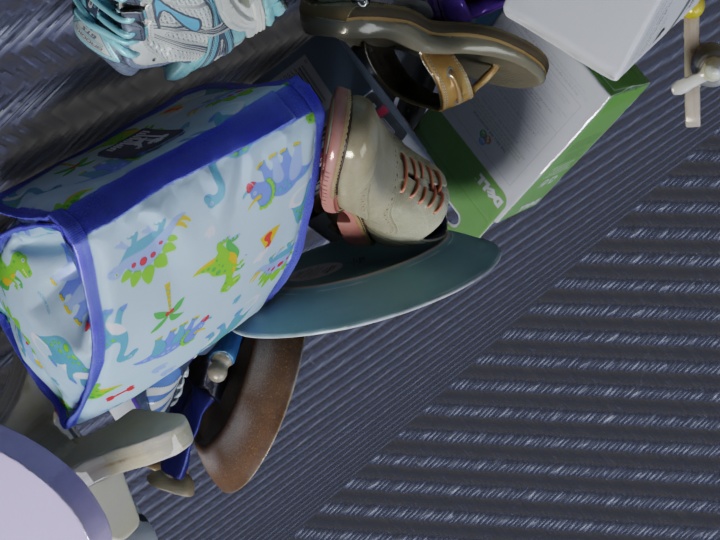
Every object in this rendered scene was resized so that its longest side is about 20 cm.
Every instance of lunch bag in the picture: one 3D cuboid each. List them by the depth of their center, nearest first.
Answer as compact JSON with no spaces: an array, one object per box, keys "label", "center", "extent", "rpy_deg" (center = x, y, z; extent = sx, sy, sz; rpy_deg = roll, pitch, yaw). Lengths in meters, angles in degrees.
[{"label":"lunch bag","center":[-0.117,-0.021,0.718],"extent":[0.169,0.128,0.200],"rpy_deg":[-35,175,-31]}]

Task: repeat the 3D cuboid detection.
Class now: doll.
[{"label":"doll","center":[-0.130,0.079,1.054],"extent":[0.203,0.048,0.136],"rpy_deg":[-68,-160,8]}]

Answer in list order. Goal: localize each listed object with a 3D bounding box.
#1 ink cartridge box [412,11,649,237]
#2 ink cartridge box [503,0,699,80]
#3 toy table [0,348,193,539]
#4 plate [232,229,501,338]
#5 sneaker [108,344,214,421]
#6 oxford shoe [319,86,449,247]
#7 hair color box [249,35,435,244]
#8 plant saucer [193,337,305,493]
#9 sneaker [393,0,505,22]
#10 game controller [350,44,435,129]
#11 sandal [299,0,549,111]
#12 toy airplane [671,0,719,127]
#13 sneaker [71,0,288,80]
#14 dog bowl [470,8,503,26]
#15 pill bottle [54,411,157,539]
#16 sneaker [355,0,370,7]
[{"label":"ink cartridge box","center":[0.113,-0.110,0.950],"extent":[0.059,0.104,0.200],"rpy_deg":[-23,160,-45]},{"label":"ink cartridge box","center":[0.181,-0.219,0.753],"extent":[0.200,0.082,0.148],"rpy_deg":[-41,160,-53]},{"label":"toy table","center":[-0.215,0.125,0.824],"extent":[0.117,0.197,0.187],"rpy_deg":[-43,138,-47]},{"label":"plate","center":[0.000,0.000,0.874],"extent":[0.197,0.026,0.200],"rpy_deg":[-14,-166,3]},{"label":"sneaker","center":[-0.143,0.057,0.978],"extent":[0.146,0.081,0.201],"rpy_deg":[-35,160,-15]},{"label":"oxford shoe","center":[0.019,-0.061,0.767],"extent":[0.200,0.072,0.072],"rpy_deg":[51,47,-77]},{"label":"hair color box","center":[-0.016,-0.085,0.883],"extent":[0.098,0.061,0.200],"rpy_deg":[-36,161,7]},{"label":"plant saucer","center":[-0.104,0.090,1.097],"extent":[0.201,0.036,0.203],"rpy_deg":[-51,-151,43]},{"label":"sneaker","center":[0.112,-0.212,0.835],"extent":[0.199,0.083,0.081],"rpy_deg":[-38,128,-22]},{"label":"game controller","center":[0.014,-0.130,0.977],"extent":[0.103,0.043,0.201],"rpy_deg":[-22,159,-21]},{"label":"sandal","center":[0.038,-0.128,0.778],"extent":[0.198,0.080,0.055],"rpy_deg":[3,96,-47]},{"label":"toy airplane","center":[0.260,-0.243,0.973],"extent":[0.200,0.139,0.201],"rpy_deg":[50,54,-44]},{"label":"sneaker","center":[-0.095,-0.127,0.564],"extent":[0.086,0.078,0.200],"rpy_deg":[-41,167,8]},{"label":"dog bowl","center":[0.129,-0.214,1.007],"extent":[0.199,0.050,0.112],"rpy_deg":[-26,159,-50]},{"label":"pill bottle","center":[-0.223,0.208,0.949],"extent":[0.119,0.200,0.120],"rpy_deg":[-39,166,-12]},{"label":"sneaker","center":[-0.005,-0.169,0.665],"extent":[0.078,0.090,0.199],"rpy_deg":[-46,167,18]}]
